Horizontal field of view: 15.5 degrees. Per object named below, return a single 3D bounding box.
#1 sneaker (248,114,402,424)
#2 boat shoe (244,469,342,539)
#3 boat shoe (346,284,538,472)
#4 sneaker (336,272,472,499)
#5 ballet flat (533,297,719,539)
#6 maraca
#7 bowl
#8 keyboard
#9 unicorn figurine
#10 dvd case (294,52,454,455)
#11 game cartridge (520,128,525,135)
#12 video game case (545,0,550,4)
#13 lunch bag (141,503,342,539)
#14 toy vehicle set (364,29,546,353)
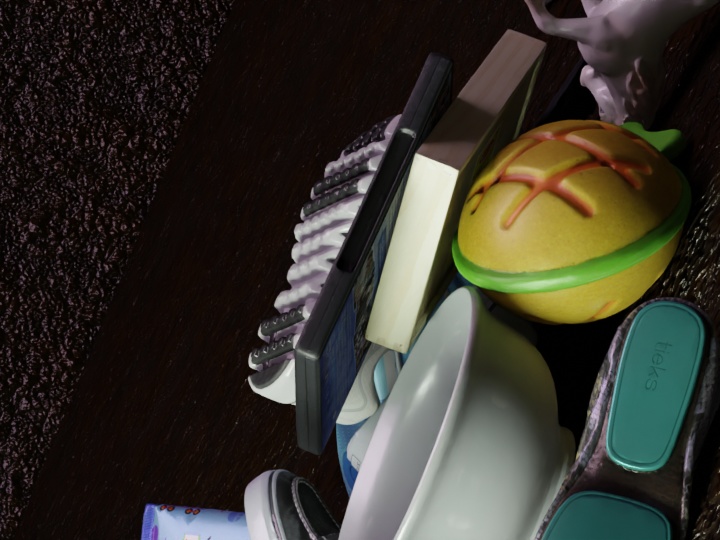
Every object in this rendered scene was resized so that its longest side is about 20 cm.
[{"bbox_3d":[0.000,0.000,1.607,0.075,0.081,0.200,-17,48,60],"label":"sneaker"},{"bbox_3d":[-0.003,0.190,1.569,0.071,0.072,0.200,-41,55,18],"label":"boat shoe"},{"bbox_3d":[0.077,0.059,1.620,0.200,0.067,0.074,-51,-12,-6],"label":"boat shoe"},{"bbox_3d":[0.051,0.075,1.698,0.079,0.130,0.201,13,113,57],"label":"sneaker"},{"bbox_3d":[0.131,0.113,1.289,0.201,0.072,0.072,-68,12,-20],"label":"ballet flat"},{"bbox_3d":[0.122,-0.037,1.502,0.200,0.137,0.107,-66,-33,-61],"label":"maraca"},{"bbox_3d":[0.060,0.117,1.475,0.201,0.090,0.202,-158,90,-83],"label":"bowl"},{"bbox_3d":[0.126,-0.066,1.681,0.200,0.040,0.104,-54,-14,-46],"label":"keyboard"},{"bbox_3d":[0.164,-0.161,1.603,0.200,0.137,0.074,-36,15,39],"label":"unicorn figurine"},{"bbox_3d":[0.008,-0.008,1.500,0.143,0.017,0.200,90,-157,-64],"label":"dvd case"},{"bbox_3d":[0.038,-0.028,1.806,0.200,0.038,0.130,-50,-19,1],"label":"game cartridge"},{"bbox_3d":[0.195,-0.306,1.989,0.182,0.023,0.200,-67,11,-17],"label":"video game case"},{"bbox_3d":[-0.078,0.260,1.678,0.150,0.094,0.201,3,69,32],"label":"lunch bag"},{"bbox_3d":[0.058,-0.050,1.556,0.200,0.026,0.125,-54,-17,-59],"label":"toy vehicle set"}]
